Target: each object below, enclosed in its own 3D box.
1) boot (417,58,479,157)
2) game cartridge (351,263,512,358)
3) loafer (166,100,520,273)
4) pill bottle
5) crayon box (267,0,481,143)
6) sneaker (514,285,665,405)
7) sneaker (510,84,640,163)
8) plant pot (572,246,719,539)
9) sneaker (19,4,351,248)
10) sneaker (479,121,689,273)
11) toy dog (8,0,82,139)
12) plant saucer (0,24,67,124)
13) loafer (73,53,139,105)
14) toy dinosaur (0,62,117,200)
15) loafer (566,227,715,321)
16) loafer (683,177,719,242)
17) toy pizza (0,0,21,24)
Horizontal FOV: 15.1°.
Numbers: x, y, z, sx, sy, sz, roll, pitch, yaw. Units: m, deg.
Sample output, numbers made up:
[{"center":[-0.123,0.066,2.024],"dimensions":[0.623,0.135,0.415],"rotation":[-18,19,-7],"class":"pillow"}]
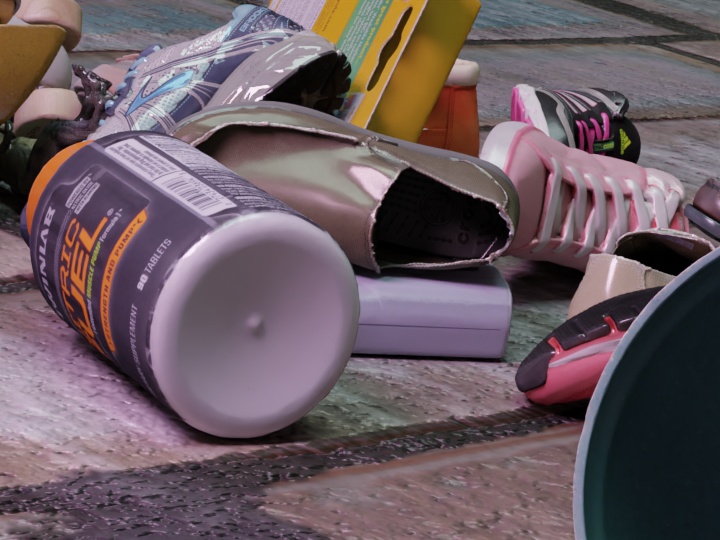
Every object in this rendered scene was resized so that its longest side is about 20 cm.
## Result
[{"center":[-0.020,-0.100,1.678],"dimensions":[0.199,0.108,0.075],"rotation":[9,16,8],"class":"boot"},{"center":[0.000,0.000,1.449],"dimensions":[0.132,0.041,0.200],"rotation":[7,14,-23],"class":"game cartridge"},{"center":[-0.007,-0.040,1.377],"dimensions":[0.199,0.076,0.070],"rotation":[5,11,-14],"class":"loafer"},{"center":[-0.089,-0.003,1.265],"dimensions":[0.106,0.107,0.200],"rotation":[0,16,-29],"class":"pill bottle"},{"center":[-0.009,-0.106,1.544],"dimensions":[0.051,0.126,0.200],"rotation":[33,-17,-25],"class":"crayon box"},{"center":[0.175,0.047,1.305],"dimensions":[0.199,0.087,0.074],"rotation":[-15,6,7],"class":"sneaker"},{"center":[0.141,-0.085,1.770],"dimensions":[0.087,0.074,0.200],"rotation":[3,10,2],"class":"sneaker"},{"center":[0.184,0.091,0.951],"dimensions":[0.199,0.201,0.134],"rotation":[13,-12,18],"class":"plant pot"},{"center":[-0.104,-0.072,1.444],"dimensions":[0.200,0.078,0.086],"rotation":[-34,54,-21],"class":"sneaker"},{"center":[0.130,-0.035,1.533],"dimensions":[0.104,0.076,0.200],"rotation":[13,1,20],"class":"sneaker"},{"center":[-0.257,-0.131,1.663],"dimensions":[0.200,0.096,0.132],"rotation":[33,48,-20],"class":"toy dog"},{"center":[-0.288,-0.088,1.478],"dimensions":[0.199,0.049,0.199],"rotation":[-4,-7,-39],"class":"plant saucer"},{"center":[-0.105,-0.092,1.572],"dimensions":[0.063,0.072,0.200],"rotation":[-43,25,-10],"class":"loafer"},{"center":[-0.166,-0.069,1.523],"dimensions":[0.047,0.088,0.200],"rotation":[27,3,-35],"class":"toy dinosaur"},{"center":[0.169,0.012,1.431],"dimensions":[0.075,0.069,0.200],"rotation":[15,16,24],"class":"loafer"},{"center":[0.269,-0.010,1.468],"dimensions":[0.199,0.063,0.072],"rotation":[26,9,-17],"class":"loafer"},{"center":[-0.285,-0.128,1.492],"dimensions":[0.199,0.032,0.200],"rotation":[-9,-7,-1],"class":"toy pizza"}]
